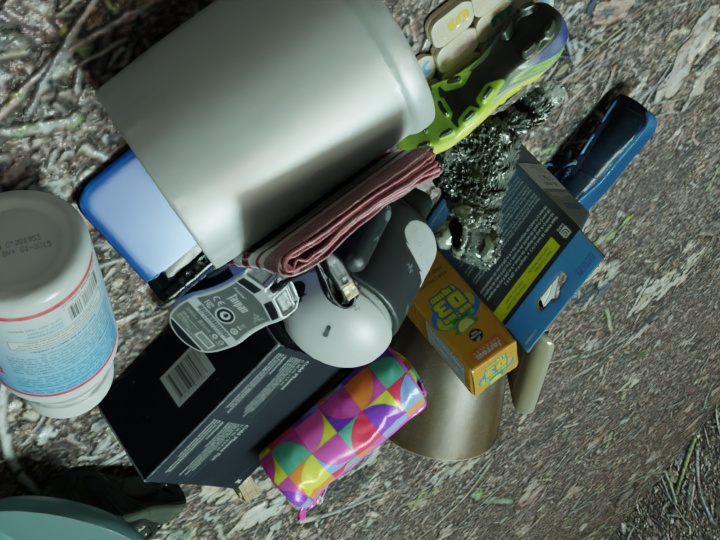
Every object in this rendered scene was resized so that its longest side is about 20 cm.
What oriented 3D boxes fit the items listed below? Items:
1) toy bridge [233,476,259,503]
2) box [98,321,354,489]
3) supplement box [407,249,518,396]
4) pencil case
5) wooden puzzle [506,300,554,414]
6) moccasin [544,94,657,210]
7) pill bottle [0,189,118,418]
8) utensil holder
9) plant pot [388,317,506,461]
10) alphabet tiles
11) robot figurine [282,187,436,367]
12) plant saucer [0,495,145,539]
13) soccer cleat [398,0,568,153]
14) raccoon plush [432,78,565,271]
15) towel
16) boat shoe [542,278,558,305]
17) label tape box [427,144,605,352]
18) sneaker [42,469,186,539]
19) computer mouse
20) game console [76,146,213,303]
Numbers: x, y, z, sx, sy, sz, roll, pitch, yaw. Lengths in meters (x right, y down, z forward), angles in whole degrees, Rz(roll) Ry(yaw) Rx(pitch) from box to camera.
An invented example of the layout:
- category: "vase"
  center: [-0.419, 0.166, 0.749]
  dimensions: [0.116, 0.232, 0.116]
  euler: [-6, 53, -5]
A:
- category: "toy bridge"
  center: [-0.153, 0.248, 1.406]
  dimensions: [0.027, 0.067, 0.201]
  euler: [-33, 153, -13]
- category: "box"
  center: [-0.137, 0.123, 1.195]
  dimensions: [0.200, 0.104, 0.182]
  euler: [-45, 153, 9]
- category: "supplement box"
  center: [0.090, 0.038, 1.259]
  dimensions: [0.066, 0.201, 0.069]
  euler: [-34, 153, -12]
- category: "pencil case"
  center: [-0.016, 0.171, 1.223]
  dimensions: [0.200, 0.089, 0.088]
  euler: [-43, 153, 2]
- category: "wooden puzzle"
  center: [0.201, 0.053, 1.433]
  dimensions: [0.037, 0.202, 0.186]
  euler: [-8, 146, -7]
- category: "moccasin"
  center: [0.283, -0.130, 1.413]
  dimensions: [0.200, 0.068, 0.080]
  euler: [-49, 160, 18]
- category: "pill bottle"
  center: [-0.253, 0.036, 0.906]
  dimensions: [0.108, 0.109, 0.201]
  euler: [-30, 151, -20]
- category: "utensil holder"
  center: [-0.072, -0.124, 0.845]
  dimensions: [0.199, 0.171, 0.170]
  euler: [-35, 153, -4]
- category: "plant pot"
  center: [0.112, 0.102, 1.443]
  dimensions: [0.185, 0.186, 0.202]
  euler: [-15, 130, -40]
- category: "alphabet tiles"
  center: [0.117, -0.212, 1.126]
  dimensions: [0.195, 0.015, 0.200]
  euler: [-38, 153, -6]
- category: "robot figurine"
  center: [-0.001, -0.001, 1.131]
  dimensions: [0.151, 0.123, 0.201]
  euler: [54, 53, -38]
- category: "plant saucer"
  center: [-0.308, 0.275, 1.174]
  dimensions: [0.197, 0.028, 0.201]
  euler: [5, 146, 4]
- category: "soccer cleat"
  center: [0.123, -0.174, 1.104]
  dimensions: [0.200, 0.065, 0.084]
  euler: [-42, 155, 6]
- category: "raccoon plush"
  center: [0.152, -0.093, 1.178]
  dimensions: [0.199, 0.135, 0.097]
  euler: [-34, 170, 14]
- category: "towel"
  center: [-0.031, -0.043, 0.871]
  dimensions: [0.143, 0.023, 0.200]
  euler: [-36, -166, -15]
- category: "boat shoe"
  center: [0.236, -0.005, 1.534]
  dimensions: [0.065, 0.072, 0.201]
  euler: [-11, 141, -37]
- category: "label tape box"
  center: [0.179, -0.032, 1.270]
  dimensions: [0.063, 0.201, 0.145]
  euler: [-2, 135, -51]
- category: "sneaker"
  center: [-0.290, 0.280, 1.262]
  dimensions: [0.114, 0.076, 0.199]
  euler: [-49, 154, 13]
- category: "computer mouse"
  center: [-0.096, 0.014, 1.043]
  dimensions: [0.198, 0.044, 0.110]
  euler: [-23, 121, 29]
- category: "game console"
  center: [-0.129, -0.079, 0.998]
  dimensions: [0.199, 0.119, 0.171]
  euler: [-39, -175, -2]
